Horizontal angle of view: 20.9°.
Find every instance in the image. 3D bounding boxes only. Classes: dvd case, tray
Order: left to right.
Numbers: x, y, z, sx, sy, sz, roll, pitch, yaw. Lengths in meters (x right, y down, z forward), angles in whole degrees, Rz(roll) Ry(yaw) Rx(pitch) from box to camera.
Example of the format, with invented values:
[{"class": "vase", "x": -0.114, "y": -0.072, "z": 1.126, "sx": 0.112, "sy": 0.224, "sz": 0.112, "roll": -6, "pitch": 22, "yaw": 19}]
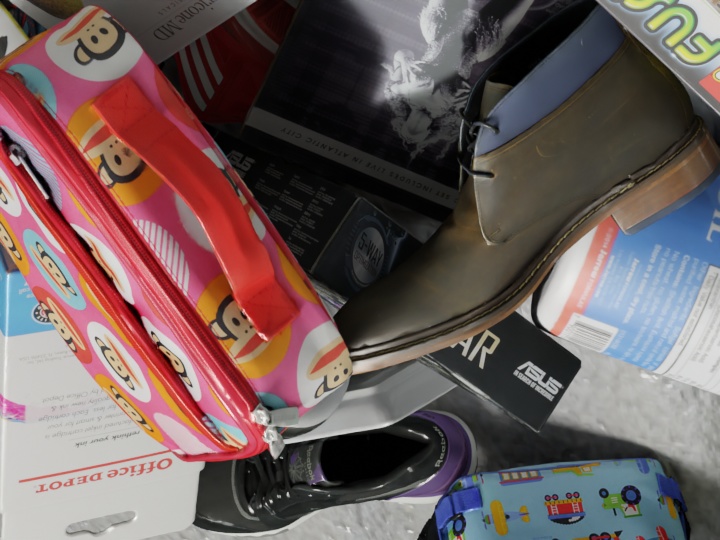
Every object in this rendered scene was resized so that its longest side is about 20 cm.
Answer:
[{"class": "tray", "x": -0.028, "y": 0.081, "z": 1.198, "sx": 0.199, "sy": 0.107, "sz": 0.022, "roll": -14, "pitch": 99, "yaw": 40}, {"class": "dvd case", "x": 0.050, "y": -0.111, "z": 0.873, "sx": 0.148, "sy": 0.016, "sz": 0.201, "roll": 21, "pitch": 124, "yaw": -11}]

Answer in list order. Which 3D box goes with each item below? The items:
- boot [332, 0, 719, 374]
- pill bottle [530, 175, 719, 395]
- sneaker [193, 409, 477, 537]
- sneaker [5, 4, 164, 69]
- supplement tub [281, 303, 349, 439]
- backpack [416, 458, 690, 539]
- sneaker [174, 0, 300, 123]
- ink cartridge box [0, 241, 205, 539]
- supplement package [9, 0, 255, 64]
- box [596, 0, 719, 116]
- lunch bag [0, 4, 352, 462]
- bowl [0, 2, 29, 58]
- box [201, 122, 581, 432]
[{"class": "boot", "x": 0.053, "y": -0.039, "z": 0.859, "sx": 0.097, "sy": 0.199, "sz": 0.075, "roll": 59, "pitch": 177, "yaw": -20}, {"class": "pill bottle", "x": 0.193, "y": 0.008, "z": 0.956, "sx": 0.199, "sy": 0.113, "sz": 0.112, "roll": 19, "pitch": 146, "yaw": -1}, {"class": "sneaker", "x": -0.033, "y": 0.118, "z": 1.221, "sx": 0.199, "sy": 0.076, "sz": 0.088, "roll": -13, "pitch": 166, "yaw": 17}, {"class": "sneaker", "x": -0.152, "y": -0.107, "z": 0.996, "sx": 0.095, "sy": 0.080, "sz": 0.200, "roll": 24, "pitch": 146, "yaw": -3}, {"class": "supplement tub", "x": -0.112, "y": 0.051, "z": 1.158, "sx": 0.199, "sy": 0.123, "sz": 0.123, "roll": -13, "pitch": 135, "yaw": 39}, {"class": "backpack", "x": 0.128, "y": 0.233, "z": 1.194, "sx": 0.181, "sy": 0.201, "sz": 0.135, "roll": 0, "pitch": 147, "yaw": -10}, {"class": "sneaker", "x": -0.010, "y": -0.086, "z": 0.979, "sx": 0.200, "sy": 0.079, "sz": 0.115, "roll": 45, "pitch": 151, "yaw": -22}, {"class": "ink cartridge box", "x": -0.138, "y": 0.051, "z": 1.003, "sx": 0.114, "sy": 0.068, "sz": 0.201, "roll": -9, "pitch": 131, "yaw": -23}, {"class": "supplement package", "x": -0.130, "y": -0.193, "z": 0.832, "sx": 0.200, "sy": 0.110, "sz": 0.113, "roll": 37, "pitch": 143, "yaw": -24}, {"class": "box", "x": 0.129, "y": -0.156, "z": 0.795, "sx": 0.110, "sy": 0.035, "sz": 0.200, "roll": -36, "pitch": 120, "yaw": 29}, {"class": "lunch bag", "x": -0.089, "y": -0.013, "z": 0.835, "sx": 0.200, "sy": 0.082, "sz": 0.176, "roll": 55, "pitch": 159, "yaw": -9}, {"class": "bowl", "x": -0.234, "y": -0.075, "z": 0.996, "sx": 0.200, "sy": 0.094, "sz": 0.201, "roll": 38, "pitch": 153, "yaw": 24}, {"class": "box", "x": 0.000, "y": 0.000, "z": 1.000, "sx": 0.160, "sy": 0.044, "sz": 0.200, "roll": 36, "pitch": 176, "yaw": -30}]
